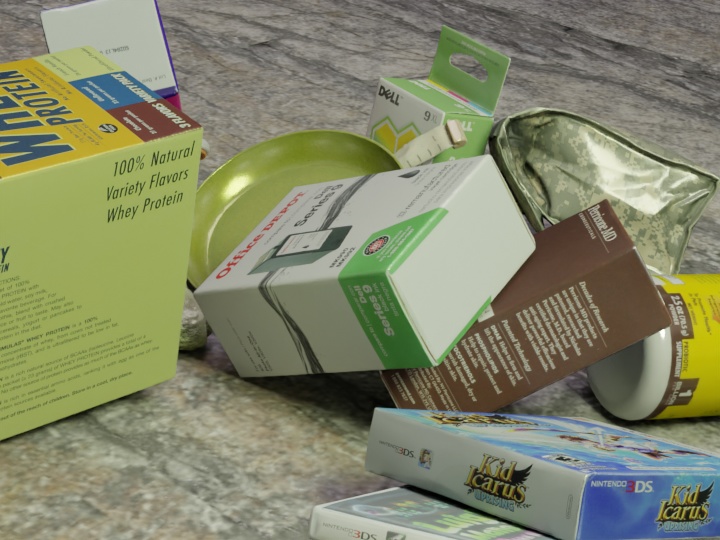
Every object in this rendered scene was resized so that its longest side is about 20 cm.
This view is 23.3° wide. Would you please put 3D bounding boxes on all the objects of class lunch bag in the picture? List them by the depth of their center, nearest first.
[{"bbox_3d":[0.199,-0.077,1.550,0.200,0.118,0.164,25,4,0],"label":"lunch bag"}]

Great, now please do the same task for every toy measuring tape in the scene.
[{"bbox_3d":[0.017,-0.065,1.502,0.200,0.074,0.074,-30,9,22],"label":"toy measuring tape"}]

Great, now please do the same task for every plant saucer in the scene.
[{"bbox_3d":[-0.052,-0.035,1.434,0.199,0.031,0.200,-9,48,10],"label":"plant saucer"}]

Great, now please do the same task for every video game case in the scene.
[{"bbox_3d":[0.093,0.155,1.021,0.181,0.023,0.200,9,3,25],"label":"video game case"},{"bbox_3d":[0.136,0.126,1.090,0.200,0.046,0.181,7,3,-42],"label":"video game case"}]

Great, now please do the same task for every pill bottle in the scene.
[{"bbox_3d":[0.280,0.057,1.342,0.200,0.110,0.109,-1,24,-24],"label":"pill bottle"}]

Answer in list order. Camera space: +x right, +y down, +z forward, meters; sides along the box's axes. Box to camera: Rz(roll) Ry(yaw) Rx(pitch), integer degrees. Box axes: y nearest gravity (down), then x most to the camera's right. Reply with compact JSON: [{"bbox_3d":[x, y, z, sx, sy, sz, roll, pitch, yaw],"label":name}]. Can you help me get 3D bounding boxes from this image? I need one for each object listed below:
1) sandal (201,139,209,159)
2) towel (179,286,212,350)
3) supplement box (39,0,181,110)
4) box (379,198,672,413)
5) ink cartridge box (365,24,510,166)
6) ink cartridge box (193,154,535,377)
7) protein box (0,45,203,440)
[{"bbox_3d":[-0.217,-0.086,1.563,0.079,0.059,0.206,-19,-10,37],"label":"sandal"},{"bbox_3d":[-0.207,0.011,1.360,0.148,0.037,0.200,-1,24,-22],"label":"towel"},{"bbox_3d":[-0.219,-0.168,1.570,0.101,0.104,0.200,-14,-10,-6],"label":"supplement box"},{"bbox_3d":[0.110,0.036,1.244,0.200,0.075,0.100,-25,22,5],"label":"box"},{"bbox_3d":[0.055,-0.109,1.538,0.059,0.200,0.104,2,21,-35],"label":"ink cartridge box"},{"bbox_3d":[0.000,0.000,1.248,0.200,0.084,0.146,-7,31,43],"label":"ink cartridge box"},{"bbox_3d":[-0.229,-0.015,1.147,0.198,0.200,0.135,-19,42,-38],"label":"protein box"}]
